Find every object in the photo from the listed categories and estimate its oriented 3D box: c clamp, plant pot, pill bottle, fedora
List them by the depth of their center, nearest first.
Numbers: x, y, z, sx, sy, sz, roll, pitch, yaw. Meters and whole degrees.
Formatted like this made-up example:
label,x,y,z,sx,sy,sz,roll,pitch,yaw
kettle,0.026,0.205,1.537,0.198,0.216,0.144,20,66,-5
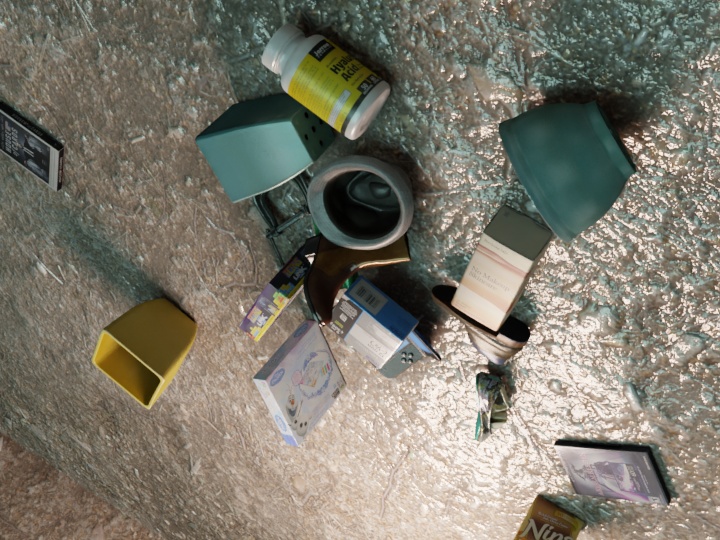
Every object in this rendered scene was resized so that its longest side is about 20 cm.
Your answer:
label,x,y,z,sx,sy,sz,roll,pitch,yaw
plant pot,0.306,-0.158,1.281,0.134,0.200,0.200,-29,108,22
pill bottle,-0.060,-0.314,1.472,0.200,0.111,0.111,36,141,4
fedora,0.014,-0.132,1.592,0.200,0.090,0.177,-15,110,35
plant pot,-0.158,-0.232,1.619,0.200,0.141,0.141,-10,120,36
c clamp,-0.147,-0.120,1.784,0.200,0.027,0.171,-36,84,50
plant pot,-0.524,0.186,2.260,0.194,0.200,0.196,39,142,1

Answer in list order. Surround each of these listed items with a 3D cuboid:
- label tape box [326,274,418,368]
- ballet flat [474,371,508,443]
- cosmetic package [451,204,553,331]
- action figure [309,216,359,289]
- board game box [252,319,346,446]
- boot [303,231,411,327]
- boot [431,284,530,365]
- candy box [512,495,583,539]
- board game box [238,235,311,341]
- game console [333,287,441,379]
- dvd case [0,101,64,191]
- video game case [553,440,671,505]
label,x,y,z,sx,sy,sz,roll,pitch,yaw
label tape box,0.009,0.116,1.743,0.143,0.066,0.200,38,144,4
ballet flat,0.265,0.284,1.818,0.072,0.072,0.200,19,138,25
cosmetic package,0.240,-0.001,1.545,0.103,0.087,0.200,31,140,14
action figure,-0.061,-0.055,1.744,0.055,0.118,0.200,35,134,55
board game box,-0.131,0.248,1.996,0.043,0.200,0.199,5,129,37
boot,0.000,0.000,1.632,0.200,0.188,0.068,-12,144,18
boot,0.210,0.107,1.684,0.200,0.075,0.097,30,138,10
candy box,0.380,0.591,1.904,0.115,0.200,0.055,28,141,15
board game box,-0.156,0.037,1.844,0.057,0.165,0.200,40,141,0
game console,0.044,0.130,1.796,0.171,0.118,0.200,-39,98,24
dvd case,-0.799,-0.298,2.164,0.200,0.025,0.150,35,141,7
video game case,0.495,0.398,1.774,0.200,0.019,0.143,-5,123,41
